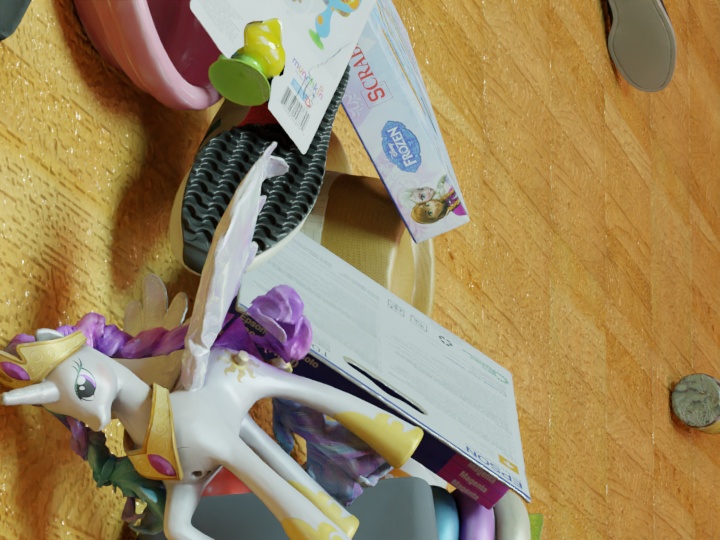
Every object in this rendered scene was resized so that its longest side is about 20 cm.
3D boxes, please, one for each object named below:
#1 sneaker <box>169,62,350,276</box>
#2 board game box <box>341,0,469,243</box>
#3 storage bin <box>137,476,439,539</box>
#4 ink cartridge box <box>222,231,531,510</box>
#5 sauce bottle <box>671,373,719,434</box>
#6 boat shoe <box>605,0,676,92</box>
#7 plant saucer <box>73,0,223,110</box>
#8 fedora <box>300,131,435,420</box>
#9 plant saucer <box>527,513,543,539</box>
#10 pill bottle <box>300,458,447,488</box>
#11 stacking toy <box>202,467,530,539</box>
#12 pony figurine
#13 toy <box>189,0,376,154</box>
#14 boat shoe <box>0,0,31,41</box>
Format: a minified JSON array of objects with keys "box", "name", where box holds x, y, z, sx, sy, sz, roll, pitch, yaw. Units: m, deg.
[{"box":[-0.062,-0.047,1.494,0.200,0.070,0.094,-71,-174,-46],"name":"sneaker"},{"box":[-0.003,-0.152,1.672,0.200,0.041,0.200,-105,170,-48],"name":"board game box"},{"box":[-0.037,0.181,1.393,0.135,0.199,0.146,-92,174,-46],"name":"storage bin"},{"box":[0.002,0.053,1.510,0.043,0.196,0.200,-53,-169,16],"name":"ink cartridge box"},{"box":[0.404,0.157,3.091,0.200,0.064,0.065,26,62,-70],"name":"sauce bottle"},{"box":[0.286,-0.277,2.772,0.063,0.072,0.201,-70,147,-47],"name":"boat shoe"},{"box":[-0.113,-0.186,1.445,0.200,0.050,0.202,-4,90,-74],"name":"plant saucer"},{"box":[0.000,0.000,1.727,0.200,0.081,0.202,-3,90,-74],"name":"fedora"},{"box":[0.029,0.259,1.688,0.200,0.048,0.200,-50,-168,35],"name":"plant saucer"},{"box":[-0.005,0.178,1.628,0.200,0.111,0.113,-71,152,-53],"name":"pill bottle"},{"box":[-0.009,0.149,1.511,0.085,0.199,0.086,-168,-90,-77],"name":"stacking toy"},{"box":[-0.072,0.056,1.315,0.167,0.200,0.193,-52,-175,38],"name":"pony figurine"},{"box":[-0.042,-0.171,1.490,0.115,0.047,0.201,51,42,-34],"name":"toy"},{"box":[-0.158,-0.184,1.277,0.074,0.063,0.202,71,24,-46],"name":"boat shoe"}]
